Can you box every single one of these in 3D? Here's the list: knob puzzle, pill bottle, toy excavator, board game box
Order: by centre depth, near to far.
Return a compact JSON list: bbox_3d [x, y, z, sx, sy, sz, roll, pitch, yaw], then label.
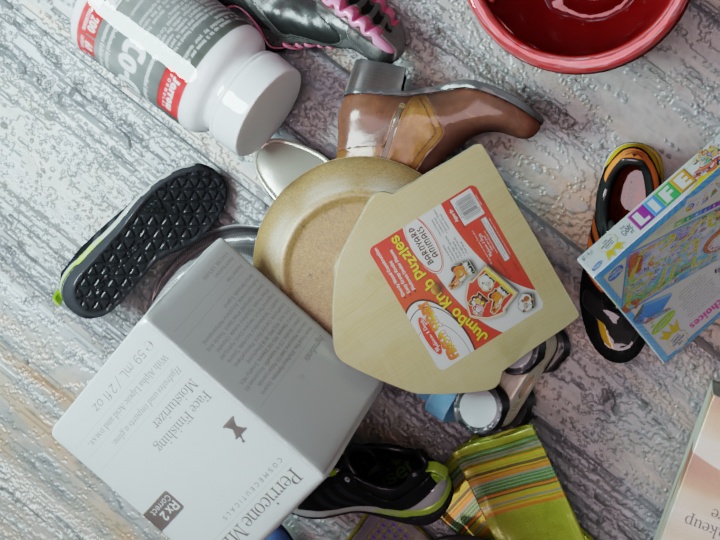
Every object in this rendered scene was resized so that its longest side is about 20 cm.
[{"bbox_3d":[0.062,0.017,1.437,0.217,0.030,0.222,-1,98,-6],"label":"knob puzzle"},{"bbox_3d":[0.302,-0.029,1.444,0.200,0.034,0.134,-41,125,5],"label":"board game box"},{"bbox_3d":[-0.161,-0.201,1.543,0.199,0.114,0.114,37,102,14],"label":"pill bottle"},{"bbox_3d":[0.066,0.084,1.547,0.199,0.100,0.195,36,104,22],"label":"toy excavator"}]

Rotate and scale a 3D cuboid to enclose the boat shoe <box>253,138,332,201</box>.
[{"bbox_3d":[-0.014,-0.056,1.564,0.199,0.057,0.067,31,85,13],"label":"boat shoe"}]

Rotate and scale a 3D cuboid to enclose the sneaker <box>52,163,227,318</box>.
[{"bbox_3d":[-0.220,-0.037,1.604,0.200,0.083,0.072,-40,116,-9],"label":"sneaker"}]

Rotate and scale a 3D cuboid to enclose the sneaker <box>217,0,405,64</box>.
[{"bbox_3d":[-0.051,-0.236,1.552,0.199,0.079,0.096,33,118,12],"label":"sneaker"}]

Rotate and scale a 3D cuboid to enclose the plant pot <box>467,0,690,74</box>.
[{"bbox_3d":[0.194,-0.267,1.424,0.198,0.182,0.202,1,95,14],"label":"plant pot"}]

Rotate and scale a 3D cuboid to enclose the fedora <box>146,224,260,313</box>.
[{"bbox_3d":[-0.133,0.044,1.564,0.198,0.090,0.179,-14,81,20],"label":"fedora"}]

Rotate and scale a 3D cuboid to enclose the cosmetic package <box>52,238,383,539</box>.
[{"bbox_3d":[-0.120,0.119,1.430,0.200,0.165,0.165,41,122,-2],"label":"cosmetic package"}]

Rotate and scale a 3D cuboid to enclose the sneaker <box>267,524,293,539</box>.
[{"bbox_3d":[-0.051,0.334,1.556,0.080,0.146,0.202,-16,101,-28],"label":"sneaker"}]

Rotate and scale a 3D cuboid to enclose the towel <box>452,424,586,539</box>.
[{"bbox_3d":[0.160,0.240,1.515,0.086,0.018,0.201,-21,99,30],"label":"towel"}]

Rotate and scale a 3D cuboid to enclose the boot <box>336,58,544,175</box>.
[{"bbox_3d":[0.056,-0.075,1.495,0.187,0.068,0.202,13,86,2],"label":"boot"}]

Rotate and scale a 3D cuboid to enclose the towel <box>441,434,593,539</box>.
[{"bbox_3d":[0.153,0.250,1.561,0.200,0.018,0.086,41,103,6],"label":"towel"}]

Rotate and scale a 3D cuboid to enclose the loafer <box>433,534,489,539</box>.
[{"bbox_3d":[0.134,0.308,1.499,0.199,0.071,0.073,26,123,20],"label":"loafer"}]

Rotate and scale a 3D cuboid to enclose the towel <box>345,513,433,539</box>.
[{"bbox_3d":[0.051,0.319,1.551,0.200,0.144,0.023,44,147,3],"label":"towel"}]

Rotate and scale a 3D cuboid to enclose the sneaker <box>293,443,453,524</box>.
[{"bbox_3d":[-0.007,0.182,1.542,0.198,0.083,0.072,0,51,23],"label":"sneaker"}]

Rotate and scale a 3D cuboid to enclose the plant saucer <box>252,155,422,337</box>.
[{"bbox_3d":[0.000,0.000,1.474,0.198,0.035,0.202,1,96,5],"label":"plant saucer"}]

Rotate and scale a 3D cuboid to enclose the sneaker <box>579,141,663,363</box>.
[{"bbox_3d":[0.231,-0.014,1.487,0.069,0.090,0.202,6,97,13],"label":"sneaker"}]

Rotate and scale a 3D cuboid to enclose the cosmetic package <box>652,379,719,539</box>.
[{"bbox_3d":[0.328,0.213,1.488,0.103,0.087,0.202,18,100,10],"label":"cosmetic package"}]
